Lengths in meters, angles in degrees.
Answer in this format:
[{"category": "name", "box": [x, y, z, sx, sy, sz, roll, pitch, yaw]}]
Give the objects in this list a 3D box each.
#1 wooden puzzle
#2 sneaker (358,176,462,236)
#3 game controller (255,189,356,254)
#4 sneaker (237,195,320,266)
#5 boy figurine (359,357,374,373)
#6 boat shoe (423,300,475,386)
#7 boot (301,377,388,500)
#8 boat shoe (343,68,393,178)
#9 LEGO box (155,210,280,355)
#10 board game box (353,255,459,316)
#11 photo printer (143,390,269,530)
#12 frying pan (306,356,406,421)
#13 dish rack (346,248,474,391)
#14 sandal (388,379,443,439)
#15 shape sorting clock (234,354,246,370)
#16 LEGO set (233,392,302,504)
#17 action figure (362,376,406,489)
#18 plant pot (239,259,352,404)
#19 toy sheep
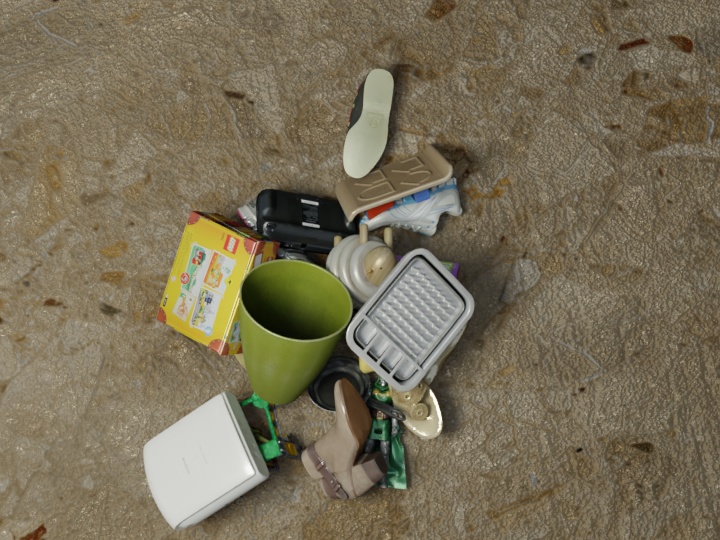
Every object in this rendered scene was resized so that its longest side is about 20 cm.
[{"category": "wooden puzzle", "box": [0.059, -0.147, 1.703, 0.197, 0.186, 0.047, -24, 112, 0]}, {"category": "sneaker", "box": [0.095, -0.096, 1.745, 0.197, 0.075, 0.088, -21, 91, -2]}, {"category": "game controller", "box": [-0.092, -0.084, 1.708, 0.197, 0.042, 0.106, 9, 58, -30]}, {"category": "sneaker", "box": [-0.127, -0.065, 1.738, 0.200, 0.074, 0.088, 44, 87, 5]}, {"category": "boy figurine", "box": [0.069, 0.094, 1.654, 0.199, 0.065, 0.125, -38, 69, -9]}, {"category": "boat shoe", "box": [0.131, 0.125, 1.726, 0.071, 0.072, 0.202, 33, 92, 1]}, {"category": "boot", "box": [-0.042, 0.298, 1.658, 0.145, 0.070, 0.203, -23, 89, 33]}, {"category": "boat shoe", "box": [0.013, -0.263, 1.763, 0.072, 0.063, 0.205, 15, 83, -10]}, {"category": "LEGO box", "box": [-0.241, 0.019, 1.636, 0.147, 0.077, 0.203, 24, 100, 24]}, {"category": "board game box", "box": [0.070, 0.034, 1.722, 0.196, 0.032, 0.122, 8, 77, 13]}, {"category": "photo printer", "box": [-0.268, 0.323, 1.621, 0.198, 0.069, 0.168, -33, 67, 11]}, {"category": "frying pan", "box": [-0.003, 0.209, 1.708, 0.186, 0.031, 0.116, 7, 51, 9]}, {"category": "dish rack", "box": [0.077, 0.077, 1.578, 0.171, 0.043, 0.201, 43, 85, -27]}, {"category": "sandal", "box": [0.072, 0.194, 1.669, 0.077, 0.069, 0.215, -26, 77, 18]}, {"category": "shape sorting clock", "box": [-0.135, 0.100, 1.711, 0.196, 0.039, 0.204, -3, 101, -16]}, {"category": "LEGO set", "box": [-0.192, 0.299, 1.702, 0.198, 0.116, 0.155, -33, 66, 10]}, {"category": "action figure", "box": [0.032, 0.280, 1.720, 0.116, 0.055, 0.204, 5, 82, 1]}, {"category": "plant pot", "box": [-0.122, 0.119, 1.601, 0.184, 0.202, 0.189, 9, 40, -8]}, {"category": "toy sheep", "box": [0.000, 0.000, 1.650, 0.136, 0.199, 0.141, 7, 75, -26]}]
